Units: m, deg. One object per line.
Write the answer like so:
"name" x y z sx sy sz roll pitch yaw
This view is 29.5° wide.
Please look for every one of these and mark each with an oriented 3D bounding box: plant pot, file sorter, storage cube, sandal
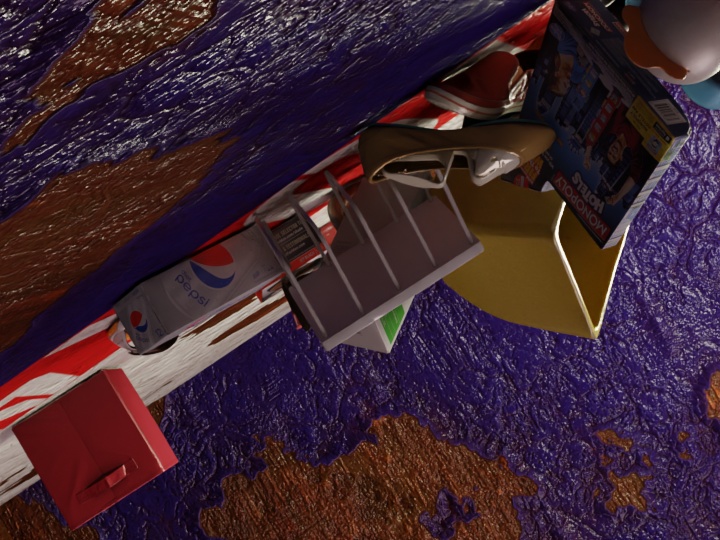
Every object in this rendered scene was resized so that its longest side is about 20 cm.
"plant pot" 0.183 -0.059 1.596 0.198 0.195 0.197 3 -127 30
"file sorter" 0.001 -0.042 1.462 0.199 0.125 0.139 -32 -151 -3
"storage cube" -0.406 0.271 2.107 0.170 0.181 0.200 -32 178 -2
"sandal" -0.248 0.070 1.603 0.079 0.060 0.207 -31 177 -17

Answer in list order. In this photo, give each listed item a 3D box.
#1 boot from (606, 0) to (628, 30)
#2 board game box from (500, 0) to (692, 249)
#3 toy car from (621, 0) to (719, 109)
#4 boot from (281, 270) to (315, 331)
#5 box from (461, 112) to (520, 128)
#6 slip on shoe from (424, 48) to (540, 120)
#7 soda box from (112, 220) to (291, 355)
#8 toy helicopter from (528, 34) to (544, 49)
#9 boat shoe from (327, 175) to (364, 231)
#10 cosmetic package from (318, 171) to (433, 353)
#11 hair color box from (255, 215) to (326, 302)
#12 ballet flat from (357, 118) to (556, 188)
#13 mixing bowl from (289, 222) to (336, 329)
"boot" 0.324 -0.288 1.663 0.167 0.077 0.200 -28 171 -11
"board game box" 0.227 -0.131 1.371 0.061 0.201 0.201 -11 144 -34
"toy car" 0.301 -0.242 1.256 0.199 0.178 0.185 -25 164 -37
"boot" 0.000 0.000 1.726 0.198 0.065 0.186 -25 -169 -5
"box" 0.240 -0.159 1.660 0.141 0.199 0.080 -37 -149 43
"slip on shoe" 0.134 -0.194 1.400 0.199 0.074 0.062 -17 124 -47
"soda box" -0.170 0.017 1.496 0.199 0.064 0.068 -30 178 -44
"toy helicopter" 0.276 -0.192 1.503 0.131 0.203 0.079 -12 169 -25
"boat shoe" 0.020 -0.094 1.749 0.072 0.076 0.200 -38 -176 30
"cosmetic package" 0.022 -0.019 1.614 0.202 0.084 0.108 -64 150 -27
"hair color box" -0.102 -0.014 1.783 0.101 0.062 0.200 -31 177 -6
"ballet flat" 0.096 -0.111 1.359 0.197 0.064 0.069 -1 159 5
"mixing bowl" -0.042 -0.009 2.091 0.199 0.109 0.200 -32 177 -2
